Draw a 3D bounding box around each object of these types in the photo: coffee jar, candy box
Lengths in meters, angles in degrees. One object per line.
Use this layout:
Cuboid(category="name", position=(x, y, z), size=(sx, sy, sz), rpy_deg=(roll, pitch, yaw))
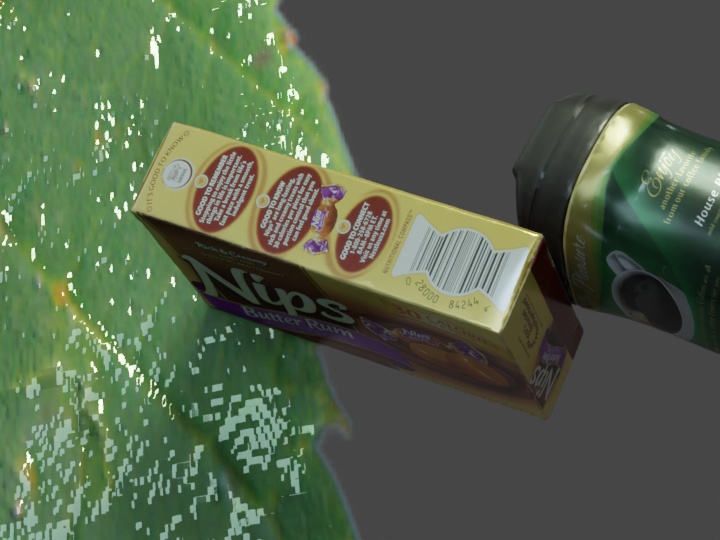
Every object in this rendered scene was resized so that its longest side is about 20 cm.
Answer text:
Cuboid(category="coffee jar", position=(0.168, -0.010, 0.925), size=(0.199, 0.104, 0.086), rpy_deg=(21, 65, 23))
Cuboid(category="candy box", position=(0.000, 0.000, 0.963), size=(0.199, 0.117, 0.057), rpy_deg=(17, 72, 22))
